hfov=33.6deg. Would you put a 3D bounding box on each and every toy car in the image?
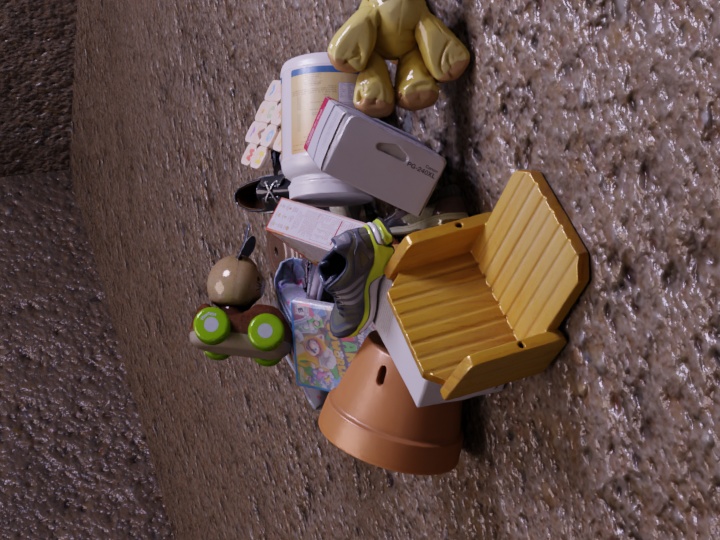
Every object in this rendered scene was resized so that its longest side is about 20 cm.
[{"bbox_3d":[-0.176,0.033,1.845,0.164,0.157,0.201,103,174,-76],"label":"toy car"}]

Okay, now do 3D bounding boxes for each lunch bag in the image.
[{"bbox_3d":[-0.068,0.091,1.930,0.200,0.127,0.170,55,159,36],"label":"lunch bag"}]

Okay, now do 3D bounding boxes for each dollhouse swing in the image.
[{"bbox_3d":[0.140,0.006,1.380,0.176,0.181,0.200,94,157,-54],"label":"dollhouse swing"}]

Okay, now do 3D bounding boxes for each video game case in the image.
[{"bbox_3d":[-0.011,0.121,1.750,0.200,0.018,0.143,9,115,27],"label":"video game case"}]

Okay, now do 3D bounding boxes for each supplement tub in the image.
[{"bbox_3d":[-0.043,-0.200,1.715,0.145,0.144,0.201,165,106,-68],"label":"supplement tub"}]

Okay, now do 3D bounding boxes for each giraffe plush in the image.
[{"bbox_3d":[0.038,-0.310,1.531,0.162,0.172,0.200,-99,-4,-73],"label":"giraffe plush"}]

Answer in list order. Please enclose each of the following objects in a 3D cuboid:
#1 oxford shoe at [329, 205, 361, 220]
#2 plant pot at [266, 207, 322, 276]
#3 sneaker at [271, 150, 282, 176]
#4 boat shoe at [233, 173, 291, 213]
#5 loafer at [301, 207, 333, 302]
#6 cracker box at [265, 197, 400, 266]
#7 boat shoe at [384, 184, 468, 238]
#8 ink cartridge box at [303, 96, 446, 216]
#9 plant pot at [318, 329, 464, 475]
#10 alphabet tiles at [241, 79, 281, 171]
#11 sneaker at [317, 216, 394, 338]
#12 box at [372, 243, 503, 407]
[{"bbox_3d":[-0.022,-0.115,1.840,0.075,0.058,0.200,99,157,-55],"label":"oxford shoe"},{"bbox_3d":[-0.101,-0.039,2.023,0.201,0.092,0.201,172,90,-68],"label":"plant pot"},{"bbox_3d":[-0.116,-0.218,2.011,0.200,0.075,0.114,120,136,-58],"label":"sneaker"},{"bbox_3d":[-0.136,-0.122,1.950,0.200,0.067,0.072,1,91,54],"label":"boat shoe"},{"bbox_3d":[-0.064,-0.015,1.863,0.072,0.063,0.200,80,-159,-54],"label":"loafer"},{"bbox_3d":[-0.018,-0.031,1.682,0.200,0.134,0.058,20,79,39],"label":"cracker box"},{"bbox_3d":[0.087,-0.078,1.590,0.201,0.072,0.066,174,98,-68],"label":"boat shoe"},{"bbox_3d":[0.014,-0.151,1.541,0.084,0.145,0.200,-64,13,9],"label":"ink cartridge box"},{"bbox_3d":[0.055,0.168,1.615,0.200,0.200,0.140,40,118,58],"label":"plant pot"},{"bbox_3d":[-0.141,-0.263,2.004,0.200,0.015,0.196,-64,27,1],"label":"alphabet tiles"},{"bbox_3d":[-0.020,0.013,1.531,0.200,0.081,0.074,105,149,-42],"label":"sneaker"},{"bbox_3d":[0.098,0.062,1.531,0.098,0.124,0.200,104,149,-42],"label":"box"}]
